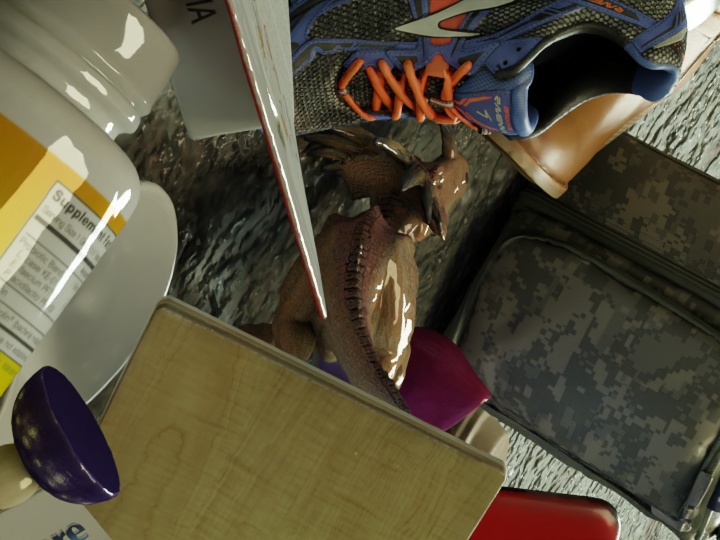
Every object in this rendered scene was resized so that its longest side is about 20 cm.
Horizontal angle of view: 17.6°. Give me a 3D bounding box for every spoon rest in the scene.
[{"bbox_3d":[-0.135,0.042,0.887,0.200,0.060,0.100,-43,152,-28],"label":"spoon rest"}]

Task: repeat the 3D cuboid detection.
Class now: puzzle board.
[{"bbox_3d":[-0.049,0.116,0.952,0.201,0.150,0.017,-61,-174,33],"label":"puzzle board"}]

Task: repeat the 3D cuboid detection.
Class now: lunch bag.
[{"bbox_3d":[0.156,0.039,1.260,0.168,0.199,0.139,-55,155,-10],"label":"lunch bag"}]

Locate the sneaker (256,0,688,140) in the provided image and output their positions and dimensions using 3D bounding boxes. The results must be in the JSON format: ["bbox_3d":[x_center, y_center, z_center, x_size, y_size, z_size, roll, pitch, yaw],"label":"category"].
[{"bbox_3d":[0.044,-0.090,0.966,0.199,0.079,0.075,-15,146,4],"label":"sneaker"}]

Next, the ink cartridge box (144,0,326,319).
[{"bbox_3d":[-0.054,-0.105,0.761,0.200,0.044,0.177,76,7,-57],"label":"ink cartridge box"}]

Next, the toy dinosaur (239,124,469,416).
[{"bbox_3d":[0.000,0.000,1.008,0.200,0.085,0.136,-103,-143,-78],"label":"toy dinosaur"}]

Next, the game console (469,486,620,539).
[{"bbox_3d":[0.007,0.150,1.118,0.118,0.172,0.201,-13,131,-36],"label":"game console"}]

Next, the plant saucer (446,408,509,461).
[{"bbox_3d":[0.041,0.167,1.330,0.200,0.029,0.201,22,90,-79],"label":"plant saucer"}]

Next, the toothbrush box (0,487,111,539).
[{"bbox_3d":[-0.107,0.207,0.885,0.086,0.200,0.146,-29,161,-46],"label":"toothbrush box"}]

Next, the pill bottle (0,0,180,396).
[{"bbox_3d":[-0.146,-0.011,0.747,0.201,0.109,0.109,-55,155,-7],"label":"pill bottle"}]

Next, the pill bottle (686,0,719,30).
[{"bbox_3d":[0.118,-0.194,1.014,0.120,0.119,0.200,-49,154,-19],"label":"pill bottle"}]

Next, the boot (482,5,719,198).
[{"bbox_3d":[0.135,-0.114,1.137,0.155,0.077,0.200,-45,166,21],"label":"boot"}]

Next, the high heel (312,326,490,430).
[{"bbox_3d":[0.025,0.097,1.204,0.067,0.096,0.201,-40,150,-33],"label":"high heel"}]

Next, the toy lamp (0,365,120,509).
[{"bbox_3d":[-0.180,0.106,0.804,0.199,0.058,0.058,-31,156,7],"label":"toy lamp"}]
